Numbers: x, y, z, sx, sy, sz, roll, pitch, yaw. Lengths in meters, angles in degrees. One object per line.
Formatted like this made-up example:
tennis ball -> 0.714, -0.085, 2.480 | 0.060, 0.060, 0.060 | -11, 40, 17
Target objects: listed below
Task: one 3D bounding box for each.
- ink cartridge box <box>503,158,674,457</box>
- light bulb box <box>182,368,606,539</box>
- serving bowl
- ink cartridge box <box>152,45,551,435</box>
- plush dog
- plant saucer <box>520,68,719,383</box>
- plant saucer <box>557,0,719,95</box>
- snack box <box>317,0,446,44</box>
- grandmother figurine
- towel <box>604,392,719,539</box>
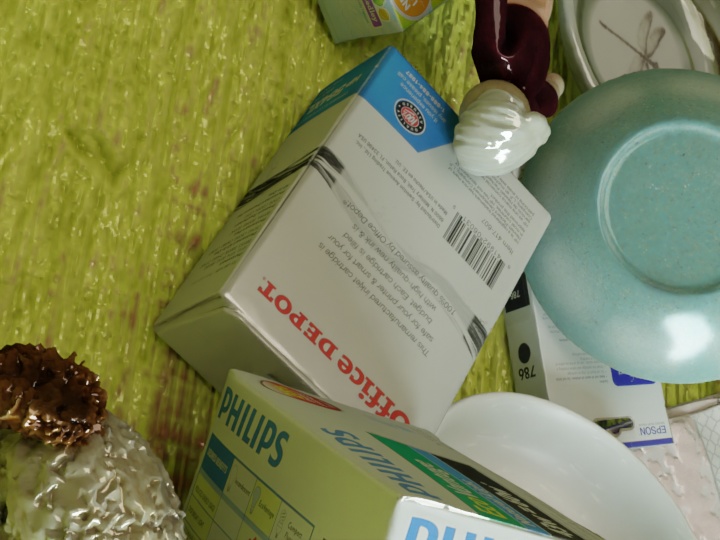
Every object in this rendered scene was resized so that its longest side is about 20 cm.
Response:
ink cartridge box -> 0.139, 0.020, 0.905 | 0.099, 0.039, 0.202 | 1, 75, -32
light bulb box -> -0.007, 0.173, 0.609 | 0.124, 0.198, 0.201 | 19, 92, -27
serving bowl -> 0.098, 0.168, 0.776 | 0.199, 0.066, 0.201 | 21, 41, -20
ink cartridge box -> 0.000, 0.000, 0.782 | 0.146, 0.084, 0.201 | 45, 55, -18
plush dog -> -0.131, 0.121, 0.592 | 0.160, 0.171, 0.201 | -22, 89, -39
plant saucer -> 0.195, -0.034, 0.853 | 0.199, 0.039, 0.203 | -1, 78, 3
plant saucer -> 0.204, -0.159, 1.003 | 0.199, 0.050, 0.202 | 12, 69, -34
snack box -> 0.033, -0.261, 0.874 | 0.200, 0.067, 0.170 | -41, 116, -36
grandmother figurine -> 0.090, -0.136, 0.815 | 0.121, 0.060, 0.201 | 45, 46, -37
towel -> 0.219, 0.191, 0.921 | 0.190, 0.032, 0.202 | -12, 83, -38
